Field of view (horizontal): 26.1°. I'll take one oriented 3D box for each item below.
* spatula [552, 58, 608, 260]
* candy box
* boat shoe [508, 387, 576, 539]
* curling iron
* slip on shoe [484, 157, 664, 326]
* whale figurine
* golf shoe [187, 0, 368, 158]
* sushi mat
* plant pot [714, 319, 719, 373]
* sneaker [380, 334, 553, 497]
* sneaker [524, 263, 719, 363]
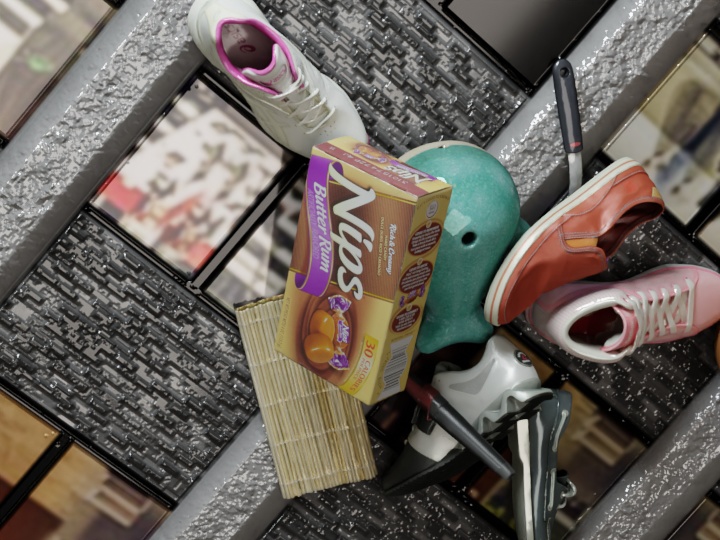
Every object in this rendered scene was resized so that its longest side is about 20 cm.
[{"bbox_3d":[0.195,-0.094,1.423,0.056,0.021,0.200,-12,108,-13],"label":"spatula"},{"bbox_3d":[0.000,0.000,1.334,0.056,0.117,0.200,-21,131,-48],"label":"candy box"},{"bbox_3d":[0.178,0.206,1.487,0.062,0.073,0.201,-6,103,-4],"label":"boat shoe"},{"bbox_3d":[0.058,0.124,1.402,0.200,0.050,0.026,39,136,15],"label":"curling iron"},{"bbox_3d":[0.189,-0.019,1.383,0.200,0.061,0.074,-40,154,-10],"label":"slip on shoe"},{"bbox_3d":[0.083,-0.012,1.383,0.159,0.104,0.200,-9,114,-12],"label":"whale figurine"},{"bbox_3d":[-0.067,-0.154,1.321,0.200,0.092,0.075,42,95,-21],"label":"golf shoe"},{"bbox_3d":[-0.049,0.114,1.447,0.095,0.012,0.200,-14,109,-5],"label":"sushi mat"},{"bbox_3d":[0.422,0.084,1.458,0.200,0.140,0.201,-3,107,-9],"label":"plant pot"},{"bbox_3d":[0.085,0.135,1.454,0.200,0.074,0.089,-41,67,24],"label":"sneaker"},{"bbox_3d":[0.260,0.044,1.435,0.200,0.105,0.076,-3,106,-10],"label":"sneaker"}]
